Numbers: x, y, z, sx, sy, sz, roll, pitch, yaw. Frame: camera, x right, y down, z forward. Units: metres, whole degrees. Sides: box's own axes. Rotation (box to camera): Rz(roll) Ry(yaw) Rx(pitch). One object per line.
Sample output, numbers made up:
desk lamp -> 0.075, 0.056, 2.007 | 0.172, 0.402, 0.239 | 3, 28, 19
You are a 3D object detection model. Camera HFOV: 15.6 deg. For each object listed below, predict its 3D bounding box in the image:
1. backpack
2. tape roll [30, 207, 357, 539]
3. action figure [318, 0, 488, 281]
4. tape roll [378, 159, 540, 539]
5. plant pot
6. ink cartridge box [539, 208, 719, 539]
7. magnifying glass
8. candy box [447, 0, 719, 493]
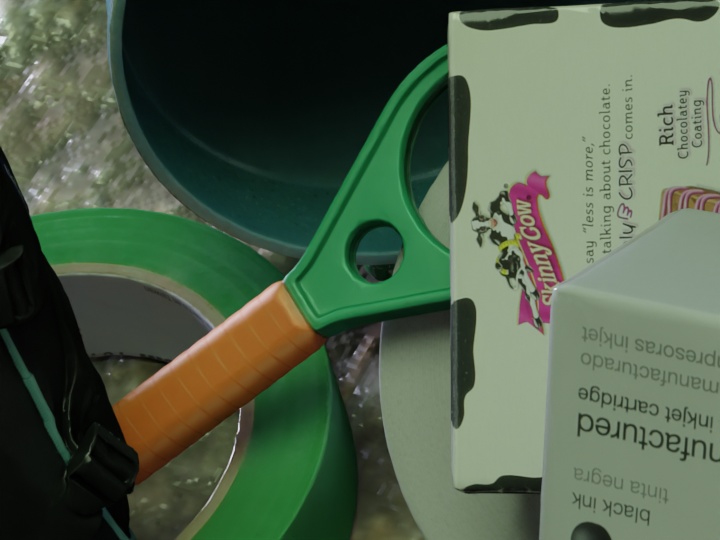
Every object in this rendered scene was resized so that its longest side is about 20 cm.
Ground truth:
backpack -> -0.167, 0.010, 0.797 | 0.153, 0.176, 0.200 | -27, 34, -1
tape roll -> -0.102, 0.069, 0.878 | 0.199, 0.048, 0.201 | -8, 48, 9
action figure -> 0.020, -0.080, 0.973 | 0.117, 0.055, 0.201 | -1, 54, 11
tape roll -> 0.103, 0.026, 0.799 | 0.201, 0.037, 0.205 | -4, 79, 21
plant pot -> -0.001, -0.138, 0.879 | 0.199, 0.201, 0.189 | -19, 43, -1
ink cartridge box -> 0.121, 0.101, 0.653 | 0.143, 0.202, 0.084 | 11, 21, 28
magnifying glass -> 0.000, 0.000, 0.815 | 0.199, 0.022, 0.080 | -36, 71, 11
candy box -> 0.126, -0.006, 0.734 | 0.198, 0.061, 0.138 | -1, 86, 14
